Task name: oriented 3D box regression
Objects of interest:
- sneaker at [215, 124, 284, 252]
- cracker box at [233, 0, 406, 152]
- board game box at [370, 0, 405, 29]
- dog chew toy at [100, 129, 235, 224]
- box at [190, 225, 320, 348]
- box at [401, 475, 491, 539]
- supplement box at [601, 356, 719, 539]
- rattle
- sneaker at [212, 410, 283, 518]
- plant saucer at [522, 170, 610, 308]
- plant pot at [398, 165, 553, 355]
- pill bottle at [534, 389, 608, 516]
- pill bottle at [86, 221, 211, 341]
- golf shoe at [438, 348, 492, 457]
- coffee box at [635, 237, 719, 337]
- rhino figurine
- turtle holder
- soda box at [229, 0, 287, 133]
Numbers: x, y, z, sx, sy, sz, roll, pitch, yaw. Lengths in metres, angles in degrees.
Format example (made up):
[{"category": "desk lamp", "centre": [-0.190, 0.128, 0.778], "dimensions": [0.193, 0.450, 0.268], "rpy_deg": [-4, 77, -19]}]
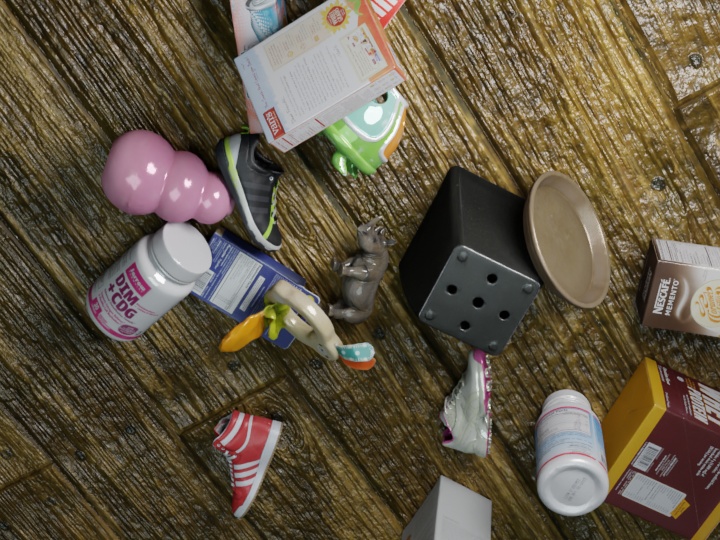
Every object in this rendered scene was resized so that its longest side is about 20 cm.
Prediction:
[{"category": "sneaker", "centre": [-0.147, -0.120, 1.594], "dimensions": [0.082, 0.072, 0.202], "rpy_deg": [-20, 117, 8]}, {"category": "cracker box", "centre": [-0.055, -0.267, 1.411], "dimensions": [0.198, 0.058, 0.136], "rpy_deg": [-28, 74, 13]}, {"category": "board game box", "centre": [-0.007, -0.438, 1.421], "dimensions": [0.199, 0.047, 0.152], "rpy_deg": [35, 117, -11]}, {"category": "dog chew toy", "centre": [-0.282, -0.130, 1.586], "dimensions": [0.197, 0.125, 0.126], "rpy_deg": [19, 119, -11]}, {"category": "box", "centre": [-0.172, 0.030, 1.698], "dimensions": [0.198, 0.033, 0.122], "rpy_deg": [33, 117, -9]}, {"category": "box", "centre": [0.140, 0.479, 1.792], "dimensions": [0.105, 0.201, 0.154], "rpy_deg": [27, 118, -5]}, {"category": "supplement box", "centre": [0.494, 0.284, 1.677], "dimensions": [0.197, 0.133, 0.199], "rpy_deg": [24, 118, -5]}, {"category": "rattle", "centre": [-0.089, 0.122, 1.616], "dimensions": [0.200, 0.143, 0.130], "rpy_deg": [45, 140, -4]}, {"category": "sneaker", "centre": [-0.216, 0.330, 1.839], "dimensions": [0.111, 0.071, 0.203], "rpy_deg": [20, 111, -7]}, {"category": "plant saucer", "centre": [0.291, -0.041, 1.508], "dimensions": [0.029, 0.201, 0.201], "rpy_deg": [-21, 115, 40]}, {"category": "plant pot", "centre": [0.175, 0.003, 1.552], "dimensions": [0.197, 0.178, 0.202], "rpy_deg": [25, 117, -6]}, {"category": "pill bottle", "centre": [0.326, 0.277, 1.660], "dimensions": [0.107, 0.201, 0.111], "rpy_deg": [3, 118, 6]}, {"category": "pill bottle", "centre": [-0.328, 0.015, 1.655], "dimensions": [0.113, 0.114, 0.199], "rpy_deg": [44, 121, -15]}, {"category": "golf shoe", "centre": [0.170, 0.216, 1.725], "dimensions": [0.090, 0.076, 0.203], "rpy_deg": [3, 117, 10]}, {"category": "coffee box", "centre": [0.519, 0.031, 1.572], "dimensions": [0.196, 0.080, 0.116], "rpy_deg": [8, 118, 4]}, {"category": "rhino figurine", "centre": [0.000, 0.000, 1.638], "dimensions": [0.086, 0.060, 0.203], "rpy_deg": [5, 121, -27]}, {"category": "turtle holder", "centre": [-0.015, -0.230, 1.496], "dimensions": [0.131, 0.141, 0.186], "rpy_deg": [-42, 66, 10]}, {"category": "soda box", "centre": [-0.134, -0.298, 1.503], "dimensions": [0.067, 0.064, 0.203], "rpy_deg": [-2, 118, 9]}]
